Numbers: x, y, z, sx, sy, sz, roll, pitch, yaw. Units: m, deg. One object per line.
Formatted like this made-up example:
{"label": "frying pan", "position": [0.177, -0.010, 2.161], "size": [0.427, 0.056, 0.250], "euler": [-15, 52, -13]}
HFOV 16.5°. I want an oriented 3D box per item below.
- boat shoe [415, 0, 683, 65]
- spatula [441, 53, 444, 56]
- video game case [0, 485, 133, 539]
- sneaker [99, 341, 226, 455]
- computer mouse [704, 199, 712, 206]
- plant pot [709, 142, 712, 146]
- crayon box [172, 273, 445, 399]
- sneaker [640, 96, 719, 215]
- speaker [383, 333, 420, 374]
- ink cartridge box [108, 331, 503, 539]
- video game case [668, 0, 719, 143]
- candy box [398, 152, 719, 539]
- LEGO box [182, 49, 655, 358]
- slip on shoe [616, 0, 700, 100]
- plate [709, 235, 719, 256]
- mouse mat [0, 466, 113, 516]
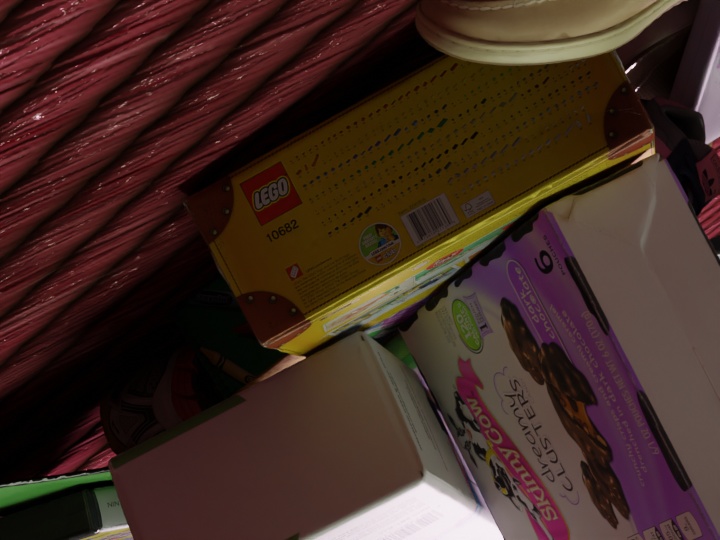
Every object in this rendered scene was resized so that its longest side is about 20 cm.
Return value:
{"label": "boat shoe", "position": [0.110, -0.143, 1.038], "size": [0.199, 0.071, 0.065], "euler": [-22, 132, -23]}
{"label": "spatula", "position": [0.120, -0.143, 1.169], "size": [0.199, 0.021, 0.057], "euler": [-33, 173, -6]}
{"label": "video game case", "position": [-0.145, 0.144, 1.409], "size": [0.180, 0.026, 0.199], "euler": [-5, 169, -46]}
{"label": "sneaker", "position": [-0.085, 0.066, 1.401], "size": [0.082, 0.078, 0.200], "euler": [-19, 174, 18]}
{"label": "computer mouse", "position": [0.118, -0.029, 1.433], "size": [0.199, 0.034, 0.059], "euler": [-7, -139, 36]}
{"label": "plant pot", "position": [0.142, -0.033, 1.582], "size": [0.199, 0.028, 0.200], "euler": [-32, -169, 7]}
{"label": "crayon box", "position": [0.000, 0.000, 1.355], "size": [0.119, 0.058, 0.200], "euler": [-39, 170, 26]}
{"label": "sneaker", "position": [0.149, -0.041, 1.276], "size": [0.081, 0.071, 0.200], "euler": [-6, -151, 3]}
{"label": "speaker", "position": [0.066, 0.051, 1.400], "size": [0.200, 0.089, 0.088], "euler": [-40, 169, 28]}
{"label": "ink cartridge box", "position": [-0.018, 0.117, 1.255], "size": [0.144, 0.084, 0.200], "euler": [-27, 160, 9]}
{"label": "video game case", "position": [0.251, -0.164, 1.350], "size": [0.181, 0.024, 0.200], "euler": [-31, 154, -25]}
{"label": "candy box", "position": [0.113, 0.061, 1.167], "size": [0.071, 0.168, 0.200], "euler": [-24, 172, -24]}
{"label": "LEGO box", "position": [0.034, -0.040, 1.144], "size": [0.199, 0.077, 0.149], "euler": [-29, 173, 4]}
{"label": "slip on shoe", "position": [0.159, -0.095, 1.419], "size": [0.076, 0.061, 0.200], "euler": [-28, 169, -32]}
{"label": "plate", "position": [0.176, 0.028, 1.338], "size": [0.199, 0.026, 0.200], "euler": [-25, 155, -12]}
{"label": "mouse mat", "position": [-0.146, 0.115, 1.327], "size": [0.199, 0.008, 0.161], "euler": [-8, 171, -34]}
